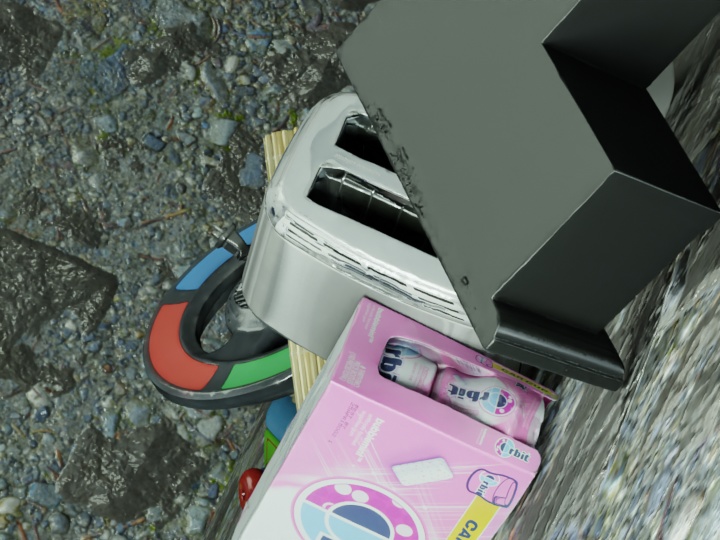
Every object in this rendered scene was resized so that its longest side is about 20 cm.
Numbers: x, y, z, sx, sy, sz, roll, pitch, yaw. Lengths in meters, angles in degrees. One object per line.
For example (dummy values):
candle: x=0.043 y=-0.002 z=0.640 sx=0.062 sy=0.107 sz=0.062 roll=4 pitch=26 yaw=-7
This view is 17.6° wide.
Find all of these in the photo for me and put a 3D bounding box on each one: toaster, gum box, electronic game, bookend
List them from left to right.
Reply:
electronic game: x=-0.052 y=0.018 z=1.512 sx=0.200 sy=0.042 sz=0.200 roll=-21 pitch=32 yaw=14
gum box: x=0.013 y=0.112 z=1.230 sx=0.066 sy=0.113 sz=0.200 roll=-69 pitch=6 yaw=-45
toaster: x=0.019 y=-0.014 z=1.247 sx=0.114 sy=0.200 sz=0.129 roll=-62 pitch=-6 yaw=-27
bookend: x=0.111 y=-0.090 z=1.049 sx=0.200 sy=0.092 sz=0.199 roll=-48 pitch=46 yaw=25

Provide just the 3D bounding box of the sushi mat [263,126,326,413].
sushi mat: x=0.000 y=0.000 z=1.334 sx=0.012 sy=0.096 sz=0.200 roll=59 pitch=-159 yaw=-65

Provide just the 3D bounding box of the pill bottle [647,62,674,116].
pill bottle: x=0.102 y=-0.087 z=1.302 sx=0.200 sy=0.114 sz=0.114 roll=131 pitch=164 yaw=-76

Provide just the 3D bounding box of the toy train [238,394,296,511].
toy train: x=-0.013 y=0.124 z=1.464 sx=0.200 sy=0.085 sz=0.116 roll=-142 pitch=49 yaw=-65
